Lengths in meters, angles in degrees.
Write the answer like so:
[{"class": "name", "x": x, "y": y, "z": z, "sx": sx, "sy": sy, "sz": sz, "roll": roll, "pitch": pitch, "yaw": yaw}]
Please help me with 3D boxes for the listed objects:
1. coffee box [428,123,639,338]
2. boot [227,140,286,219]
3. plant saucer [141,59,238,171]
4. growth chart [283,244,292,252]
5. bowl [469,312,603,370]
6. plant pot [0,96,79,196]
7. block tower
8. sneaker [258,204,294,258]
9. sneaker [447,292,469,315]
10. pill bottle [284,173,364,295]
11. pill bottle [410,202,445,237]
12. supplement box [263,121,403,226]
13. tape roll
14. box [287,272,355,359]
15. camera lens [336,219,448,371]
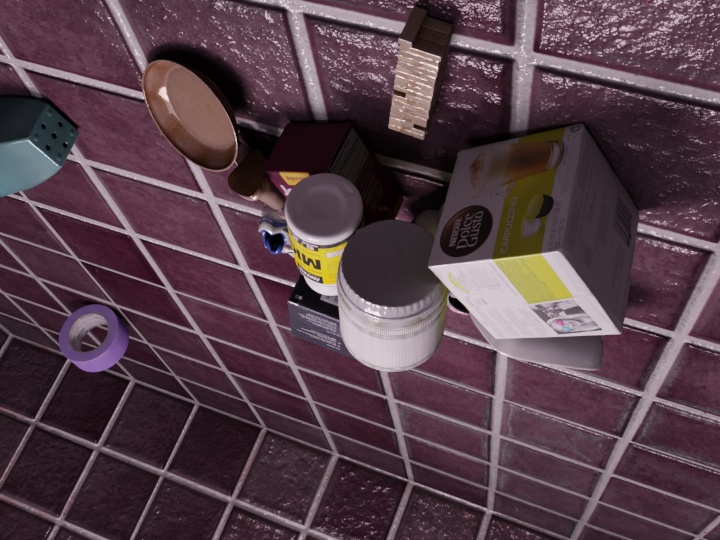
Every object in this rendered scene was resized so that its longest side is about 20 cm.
[{"class": "coffee box", "x": 0.239, "y": -0.044, "z": 1.196, "sx": 0.197, "sy": 0.200, "sz": 0.200, "roll": -7, "pitch": 144, "yaw": 38}, {"class": "boot", "x": -0.155, "y": -0.135, "z": 1.454, "sx": 0.146, "sy": 0.070, "sz": 0.200, "roll": 48, "pitch": -170, "yaw": -40}, {"class": "plant saucer", "x": -0.261, "y": -0.250, "z": 1.394, "sx": 0.200, "sy": 0.037, "sz": 0.201, "roll": 28, "pitch": 145, "yaw": 22}, {"class": "growth chart", "x": -0.036, "y": -0.049, "z": 1.547, "sx": 0.144, "sy": 0.018, "sz": 0.200, "roll": 1, "pitch": -169, "yaw": 34}, {"class": "bowl", "x": 0.299, "y": 0.084, "z": 1.466, "sx": 0.199, "sy": 0.075, "sz": 0.200, "roll": 11, "pitch": -161, "yaw": -14}, {"class": "plant pot", "x": -0.656, "y": -0.247, "z": 1.708, "sx": 0.199, "sy": 0.142, "sz": 0.141, "roll": -3, "pitch": 146, "yaw": 33}, {"class": "block tower", "x": 0.075, "y": -0.244, "z": 1.128, "sx": 0.058, "sy": 0.054, "sz": 0.200, "roll": 19, "pitch": 157, "yaw": 8}, {"class": "sneaker", "x": -0.152, "y": -0.063, "z": 1.688, "sx": 0.075, "sy": 0.088, "sz": 0.200, "roll": 12, "pitch": 156, "yaw": 21}, {"class": "sneaker", "x": 0.149, "y": 0.003, "z": 1.530, "sx": 0.082, "sy": 0.070, "sz": 0.200, "roll": 41, "pitch": 173, "yaw": 46}, {"class": "pill bottle", "x": -0.049, "y": -0.047, "z": 1.329, "sx": 0.114, "sy": 0.115, "sz": 0.200, "roll": 18, "pitch": 155, "yaw": 12}, {"class": "pill bottle", "x": 0.105, "y": -0.027, "z": 1.414, "sx": 0.111, "sy": 0.111, "sz": 0.200, "roll": 34, "pitch": 124, "yaw": -24}, {"class": "supplement box", "x": -0.038, "y": -0.135, "z": 1.403, "sx": 0.131, "sy": 0.103, "sz": 0.200, "roll": 6, "pitch": 151, "yaw": 36}, {"class": "tape roll", "x": -0.841, "y": 0.213, "z": 2.781, "sx": 0.199, "sy": 0.201, "sz": 0.085, "roll": 15, "pitch": 156, "yaw": 19}, {"class": "box", "x": -0.041, "y": 0.089, "z": 1.868, "sx": 0.196, "sy": 0.118, "sz": 0.200, "roll": 20, "pitch": 156, "yaw": 7}, {"class": "camera lens", "x": 0.047, "y": 0.042, "z": 1.279, "sx": 0.159, "sy": 0.160, "sz": 0.200, "roll": 18, "pitch": 150, "yaw": 12}]
